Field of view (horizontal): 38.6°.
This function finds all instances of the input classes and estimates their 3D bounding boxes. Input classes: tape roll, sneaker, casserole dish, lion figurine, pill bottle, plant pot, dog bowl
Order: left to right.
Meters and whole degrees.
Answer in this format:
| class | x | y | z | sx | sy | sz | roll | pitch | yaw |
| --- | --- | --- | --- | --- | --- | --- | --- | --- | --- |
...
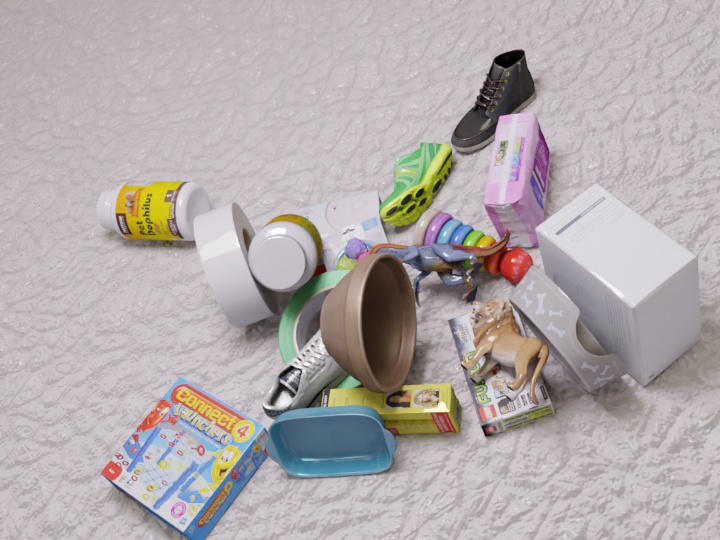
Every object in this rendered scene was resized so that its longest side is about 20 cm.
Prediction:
| class | x | y | z | sx | sy | sz | roll | pitch | yaw |
| --- | --- | --- | --- | --- | --- | --- | --- | --- | --- |
| pill bottle | -0.388 | -0.112 | 1.919 | 0.199 | 0.109 | 0.110 | 2 | 54 | 23 |
| tape roll | -0.206 | -0.009 | 1.710 | 0.070 | 0.203 | 0.203 | -21 | 49 | 4 |
| pill bottle | -0.121 | -0.027 | 1.652 | 0.110 | 0.112 | 0.200 | -20 | 8 | 4 |
| sneaker | -0.071 | 0.145 | 1.548 | 0.076 | 0.081 | 0.200 | 31 | 81 | 28 |
| casserole dish | -0.042 | 0.247 | 1.506 | 0.199 | 0.122 | 0.039 | -7 | 33 | 15 |
| tape roll | -0.030 | 0.100 | 1.621 | 0.199 | 0.048 | 0.202 | -7 | 69 | 18 |
| plant pot | 0.004 | 0.076 | 1.489 | 0.092 | 0.201 | 0.202 | -2 | 53 | 25 |
| sneaker | 0.087 | -0.152 | 1.798 | 0.083 | 0.074 | 0.200 | 20 | 53 | 29 |
| sneaker | 0.227 | -0.307 | 1.841 | 0.200 | 0.106 | 0.075 | -44 | 51 | -15 |
| lion figurine | 0.218 | 0.114 | 1.471 | 0.123 | 0.073 | 0.200 | -48 | 38 | -12 |
| dog bowl | 0.287 | 0.087 | 1.454 | 0.059 | 0.200 | 0.200 | -40 | 50 | 1 |

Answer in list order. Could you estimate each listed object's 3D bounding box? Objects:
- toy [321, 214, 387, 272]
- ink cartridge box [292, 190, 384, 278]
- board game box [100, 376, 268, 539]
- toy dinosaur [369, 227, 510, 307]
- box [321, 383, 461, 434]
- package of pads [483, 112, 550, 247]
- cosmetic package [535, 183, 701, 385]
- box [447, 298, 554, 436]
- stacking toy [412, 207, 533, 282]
| class | x | y | z | sx | sy | sz | roll | pitch | yaw |
| --- | --- | --- | --- | --- | --- | --- | --- | --- | --- |
| toy | 0.000 | 0.000 | 1.698 | 0.115 | 0.047 | 0.201 | -22 | 62 | 6 |
| ink cartridge box | -0.036 | -0.037 | 1.768 | 0.161 | 0.057 | 0.201 | -12 | 46 | 11 |
| board game box | -0.267 | 0.290 | 1.592 | 0.199 | 0.056 | 0.196 | 23 | 65 | 33 |
| toy dinosaur | 0.107 | -0.011 | 1.629 | 0.181 | 0.105 | 0.200 | 29 | 52 | 32 |
| box | 0.045 | 0.209 | 1.527 | 0.199 | 0.075 | 0.050 | -5 | 54 | 16 |
| package of pads | 0.261 | -0.148 | 1.694 | 0.075 | 0.121 | 0.201 | -4 | 52 | 25 |
| cosmetic package | 0.371 | 0.020 | 1.466 | 0.123 | 0.200 | 0.200 | -35 | 50 | -9 |
| box | 0.208 | 0.142 | 1.542 | 0.109 | 0.035 | 0.201 | -19 | 49 | 6 |
| stacking toy | 0.186 | -0.033 | 1.663 | 0.199 | 0.086 | 0.086 | 22 | 63 | 29 |
